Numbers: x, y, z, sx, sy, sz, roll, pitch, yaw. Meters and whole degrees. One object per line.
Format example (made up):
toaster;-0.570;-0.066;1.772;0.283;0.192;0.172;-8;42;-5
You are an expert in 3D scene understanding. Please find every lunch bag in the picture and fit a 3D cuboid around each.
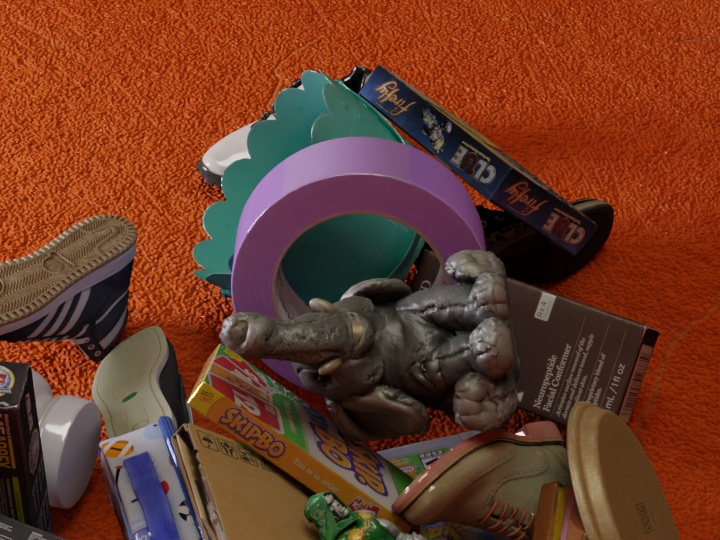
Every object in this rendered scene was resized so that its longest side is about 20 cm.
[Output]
lunch bag;-0.122;0.209;1.245;0.075;0.161;0.201;-20;45;-10

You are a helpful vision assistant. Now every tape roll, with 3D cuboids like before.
tape roll;0.000;0.000;1.386;0.198;0.202;0.066;2;30;0

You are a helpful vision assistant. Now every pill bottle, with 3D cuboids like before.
pill bottle;-0.308;0.120;1.381;0.198;0.113;0.113;12;41;11

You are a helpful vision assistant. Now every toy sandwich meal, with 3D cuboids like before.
toy sandwich meal;0.175;0.195;1.295;0.070;0.206;0.206;-22;36;21

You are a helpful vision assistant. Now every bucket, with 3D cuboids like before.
bucket;-0.034;-0.050;1.508;0.134;0.207;0.208;30;37;-19

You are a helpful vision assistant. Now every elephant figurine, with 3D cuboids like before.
elephant figurine;0.013;0.057;1.301;0.198;0.156;0.142;-7;30;7

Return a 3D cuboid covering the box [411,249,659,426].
box;0.134;0.061;1.466;0.199;0.101;0.075;19;1;20

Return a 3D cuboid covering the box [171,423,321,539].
box;-0.031;0.195;1.232;0.199;0.021;0.164;26;26;-39

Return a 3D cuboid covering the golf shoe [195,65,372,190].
golf shoe;-0.069;-0.142;1.712;0.199;0.095;0.078;-23;47;-24

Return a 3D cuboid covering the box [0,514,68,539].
box;-0.240;0.230;1.216;0.198;0.161;0.044;16;48;17

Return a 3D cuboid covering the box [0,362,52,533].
box;-0.308;0.147;1.271;0.159;0.201;0.044;2;41;1

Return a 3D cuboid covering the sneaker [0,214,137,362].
sneaker;-0.266;0.040;1.475;0.070;0.109;0.199;36;48;29

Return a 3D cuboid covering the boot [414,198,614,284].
boot;0.115;-0.046;1.625;0.203;0.074;0.154;-24;44;-29

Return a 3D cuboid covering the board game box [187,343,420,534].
board game box;-0.033;0.131;1.297;0.200;0.030;0.096;38;13;-6

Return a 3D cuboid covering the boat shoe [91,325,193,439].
boat shoe;-0.171;0.113;1.441;0.071;0.068;0.200;-28;29;4

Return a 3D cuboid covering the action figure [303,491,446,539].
action figure;0.043;0.217;1.222;0.199;0.055;0.118;36;24;-6

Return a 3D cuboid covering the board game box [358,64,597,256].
board game box;0.100;-0.096;1.538;0.135;0.035;0.200;28;11;-45

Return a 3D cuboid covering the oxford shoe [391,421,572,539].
oxford shoe;0.102;0.161;1.301;0.199;0.071;0.074;-10;60;-49

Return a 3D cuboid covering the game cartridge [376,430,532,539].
game cartridge;0.042;0.193;1.372;0.198;0.041;0.134;-12;46;-15
